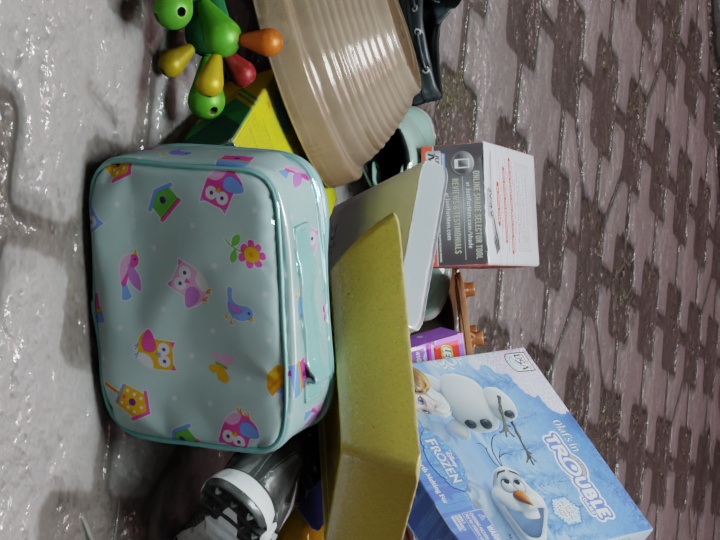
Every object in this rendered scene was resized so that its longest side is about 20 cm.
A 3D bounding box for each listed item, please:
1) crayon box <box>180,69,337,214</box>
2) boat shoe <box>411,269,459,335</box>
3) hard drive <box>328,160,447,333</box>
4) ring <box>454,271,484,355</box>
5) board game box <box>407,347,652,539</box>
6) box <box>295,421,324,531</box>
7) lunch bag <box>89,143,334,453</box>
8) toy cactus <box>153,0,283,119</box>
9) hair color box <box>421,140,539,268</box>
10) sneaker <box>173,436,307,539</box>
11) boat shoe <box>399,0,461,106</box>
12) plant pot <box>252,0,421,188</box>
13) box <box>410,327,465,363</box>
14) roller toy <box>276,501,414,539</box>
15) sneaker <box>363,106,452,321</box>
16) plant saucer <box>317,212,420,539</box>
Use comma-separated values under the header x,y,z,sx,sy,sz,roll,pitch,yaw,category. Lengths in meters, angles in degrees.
x,y,z,sx,sy,sz,roll,pitch,yaw,category
-0.072,-0.065,1.321,0.200,0.050,0.128,-67,140,-65,crayon box
0.062,-0.012,1.759,0.068,0.071,0.202,76,19,-81,boat shoe
0.000,0.000,1.437,0.027,0.200,0.133,18,70,-23,hard drive
0.106,0.101,1.647,0.200,0.019,0.202,-7,90,-88,ring
0.106,0.156,1.445,0.198,0.201,0.044,-5,139,-41,board game box
-0.062,0.081,1.331,0.201,0.032,0.121,54,32,-14,box
-0.093,0.020,1.185,0.077,0.159,0.202,-30,120,-63,lunch bag
-0.103,-0.213,1.247,0.165,0.101,0.201,-71,148,-60,toy cactus
0.114,-0.057,1.681,0.200,0.063,0.112,2,85,-73,hair color box
-0.079,0.170,1.272,0.091,0.066,0.200,-48,172,-32,sneaker
0.063,-0.250,1.709,0.075,0.066,0.201,43,53,-64,boat shoe
-0.011,-0.173,1.384,0.201,0.092,0.202,-18,90,-81,plant pot
0.035,0.162,1.542,0.136,0.039,0.202,-14,103,-29,box
-0.033,0.251,1.418,0.182,0.139,0.202,-38,128,-64,roller toy
0.033,-0.047,1.648,0.118,0.073,0.202,-23,108,-72,sneaker
0.000,0.094,1.249,0.201,0.048,0.201,100,-11,-55,plant saucer
